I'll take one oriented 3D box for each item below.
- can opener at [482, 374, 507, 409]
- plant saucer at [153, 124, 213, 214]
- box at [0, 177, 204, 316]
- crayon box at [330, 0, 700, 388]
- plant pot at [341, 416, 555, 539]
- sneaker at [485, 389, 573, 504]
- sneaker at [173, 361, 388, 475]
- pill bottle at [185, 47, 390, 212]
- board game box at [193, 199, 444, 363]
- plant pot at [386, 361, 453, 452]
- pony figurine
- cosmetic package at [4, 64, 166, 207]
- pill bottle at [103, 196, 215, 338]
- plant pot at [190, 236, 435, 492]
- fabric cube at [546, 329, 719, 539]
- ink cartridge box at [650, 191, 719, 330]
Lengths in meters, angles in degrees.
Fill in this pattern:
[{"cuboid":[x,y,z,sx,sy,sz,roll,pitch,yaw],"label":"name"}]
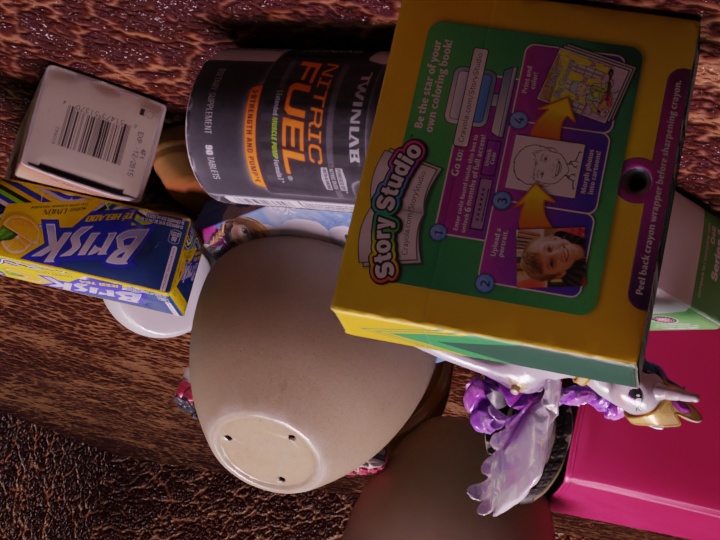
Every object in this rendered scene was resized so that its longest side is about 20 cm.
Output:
[{"cuboid":[0.126,0.053,1.300,0.052,0.067,0.200,10,-155,18],"label":"can opener"},{"cuboid":[-0.086,-0.068,1.273,0.198,0.038,0.200,14,166,3],"label":"plant saucer"},{"cuboid":[-0.228,-0.022,1.172,0.198,0.065,0.070,12,164,7],"label":"box"},{"cuboid":[0.089,-0.051,0.845,0.171,0.202,0.058,10,166,14],"label":"crayon box"},{"cuboid":[0.091,0.213,1.380,0.198,0.136,0.201,12,160,4],"label":"plant pot"},{"cuboid":[0.152,0.134,1.325,0.076,0.201,0.089,-1,133,11],"label":"sneaker"},{"cuboid":[-0.063,0.125,1.333,0.199,0.075,0.081,27,163,-9],"label":"sneaker"},{"cuboid":[-0.006,-0.091,0.976,0.198,0.107,0.106,5,163,28],"label":"pill bottle"},{"cuboid":[0.000,0.000,1.197,0.198,0.044,0.200,-19,125,35],"label":"board game box"},{"cuboid":[-0.005,0.058,1.411,0.198,0.201,0.184,12,150,4],"label":"plant pot"},{"cuboid":[0.124,0.071,1.080,0.199,0.167,0.193,35,148,-13],"label":"pony figurine"},{"cuboid":[-0.235,-0.087,1.235,0.103,0.088,0.200,17,165,-14],"label":"cosmetic package"},{"cuboid":[-0.180,-0.002,1.346,0.112,0.114,0.200,17,-175,-12],"label":"pill bottle"},{"cuboid":[-0.053,0.093,1.175,0.199,0.135,0.201,12,135,12],"label":"plant pot"},{"cuboid":[0.287,0.136,1.376,0.198,0.198,0.200,13,165,4],"label":"fabric cube"},{"cuboid":[0.161,-0.024,1.113,0.199,0.085,0.144,26,161,-38],"label":"ink cartridge box"}]
